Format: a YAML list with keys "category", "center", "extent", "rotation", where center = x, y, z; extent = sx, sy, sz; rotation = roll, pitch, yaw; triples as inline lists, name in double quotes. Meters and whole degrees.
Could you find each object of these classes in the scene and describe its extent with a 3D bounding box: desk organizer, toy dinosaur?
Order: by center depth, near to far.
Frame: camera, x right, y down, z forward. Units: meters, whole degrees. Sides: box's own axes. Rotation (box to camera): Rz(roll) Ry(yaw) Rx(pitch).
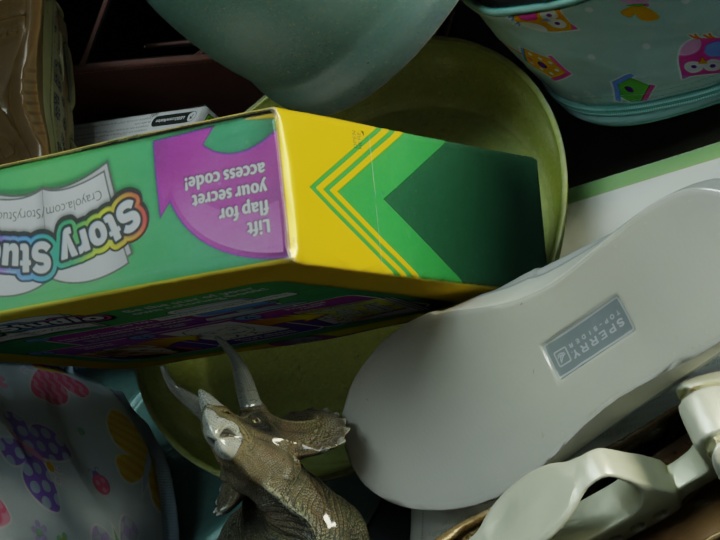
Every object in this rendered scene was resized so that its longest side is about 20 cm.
- category: "toy dinosaur"
  center: [-0.027, 0.118, 1.090]
  extent: [0.077, 0.200, 0.102]
  rotation: [-11, 53, -16]
- category: "desk organizer"
  center: [-0.068, -0.097, 1.312]
  extent: [0.200, 0.077, 0.072]
  rotation: [-2, 59, 35]

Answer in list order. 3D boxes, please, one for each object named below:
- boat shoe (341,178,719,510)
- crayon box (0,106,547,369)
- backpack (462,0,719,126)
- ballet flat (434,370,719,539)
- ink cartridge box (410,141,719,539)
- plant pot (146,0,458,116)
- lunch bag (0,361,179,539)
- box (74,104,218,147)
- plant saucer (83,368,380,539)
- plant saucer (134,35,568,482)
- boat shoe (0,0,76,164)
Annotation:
- category: "boat shoe"
  center: [0.079, 0.023, 1.033]
  extent: [0.200, 0.069, 0.072]
  rotation: [-39, 72, 34]
- category: "crayon box"
  center: [-0.061, -0.008, 1.066]
  extent: [0.200, 0.173, 0.058]
  rotation: [-11, 80, 31]
- category: "backpack"
  center: [0.127, -0.150, 1.153]
  extent: [0.176, 0.153, 0.200]
  rotation: [-16, 41, 27]
- category: "ballet flat"
  center: [0.102, 0.073, 1.007]
  extent: [0.200, 0.072, 0.068]
  rotation: [-27, 55, 10]
- category: "ink cartridge box"
  center: [0.089, 0.060, 1.110]
  extent: [0.146, 0.048, 0.200]
  rotation: [-17, 55, 27]
- category: "plant pot"
  center: [-0.037, -0.176, 1.145]
  extent: [0.200, 0.134, 0.200]
  rotation: [-42, 35, 39]
- category: "lunch bag"
  center: [-0.158, 0.126, 1.122]
  extent: [0.127, 0.170, 0.200]
  rotation: [-5, 78, 33]
- category: "box"
  center: [-0.142, -0.011, 1.300]
  extent: [0.200, 0.035, 0.110]
  rotation: [-4, 53, 48]
- category: "plant saucer"
  center: [-0.075, 0.068, 1.229]
  extent: [0.200, 0.036, 0.200]
  rotation: [-19, 50, 25]
- category: "plant saucer"
  center: [0.000, 0.000, 1.163]
  extent: [0.200, 0.031, 0.200]
  rotation: [-20, 51, 26]
- category: "boat shoe"
  center: [-0.148, -0.043, 1.248]
  extent: [0.073, 0.063, 0.200]
  rotation: [-4, 65, 19]
